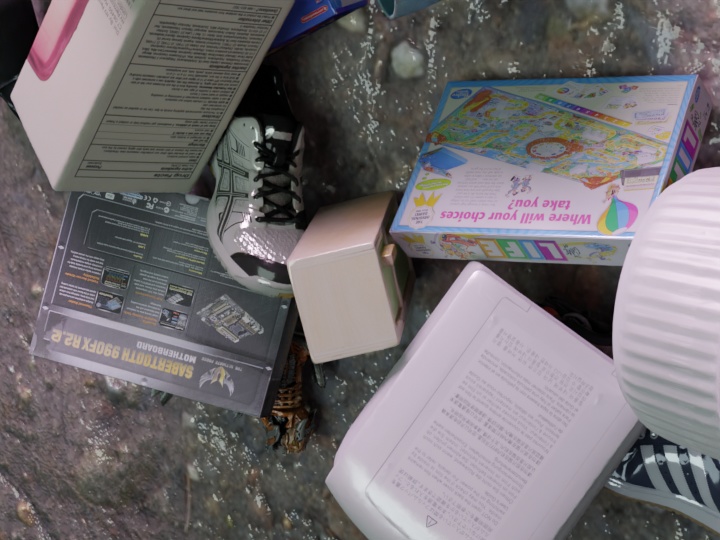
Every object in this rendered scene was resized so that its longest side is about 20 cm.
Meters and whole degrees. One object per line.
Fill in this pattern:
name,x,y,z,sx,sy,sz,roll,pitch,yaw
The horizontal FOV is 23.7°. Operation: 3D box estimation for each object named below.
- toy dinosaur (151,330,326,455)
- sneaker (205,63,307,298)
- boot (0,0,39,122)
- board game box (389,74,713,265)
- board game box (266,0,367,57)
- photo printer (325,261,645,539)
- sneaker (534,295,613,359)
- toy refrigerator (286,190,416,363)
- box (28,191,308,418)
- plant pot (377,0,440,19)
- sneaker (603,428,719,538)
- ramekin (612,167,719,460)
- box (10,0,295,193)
toy dinosaur,-0.097,0.056,1.434,0.135,0.102,0.201,-9,82,23
sneaker,-0.076,-0.074,1.305,0.088,0.075,0.201,-60,37,44
boot,-0.250,-0.137,1.431,0.200,0.066,0.165,53,165,8
board game box,0.130,-0.070,1.185,0.199,0.135,0.034,3,149,35
board game box,-0.105,-0.228,1.341,0.199,0.045,0.135,-21,95,39
photo printer,0.085,0.121,1.182,0.166,0.069,0.200,35,88,7
sneaker,0.134,0.059,1.273,0.199,0.077,0.082,-6,95,26
toy refrigerator,0.000,0.000,1.254,0.070,0.200,0.076,-13,101,8
box,-0.149,0.017,1.374,0.199,0.048,0.159,14,90,7
plant pot,0.060,-0.280,1.131,0.134,0.200,0.201,-14,102,-3
sneaker,0.239,0.119,1.212,0.199,0.070,0.109,24,125,18
ramekin,0.244,0.028,1.095,0.105,0.200,0.201,12,114,36
box,-0.158,-0.165,1.276,0.200,0.127,0.109,-56,51,35
